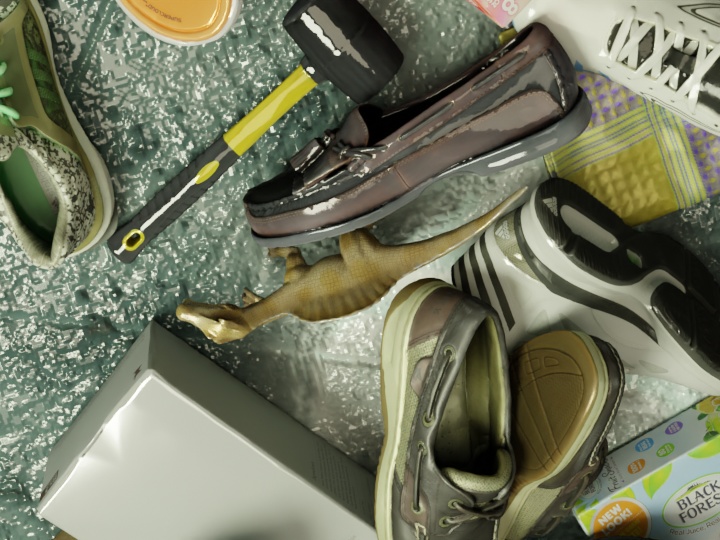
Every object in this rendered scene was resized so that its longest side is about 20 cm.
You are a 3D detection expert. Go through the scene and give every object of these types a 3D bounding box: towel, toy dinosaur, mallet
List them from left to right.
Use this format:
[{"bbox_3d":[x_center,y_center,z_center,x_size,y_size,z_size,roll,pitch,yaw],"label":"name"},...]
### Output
[{"bbox_3d":[-0.072,-0.082,0.838,0.199,0.041,0.066,-34,108,11],"label":"mallet"},{"bbox_3d":[0.000,0.000,0.835,0.198,0.101,0.059,-21,112,4],"label":"toy dinosaur"},{"bbox_3d":[0.187,-0.106,0.858,0.197,0.023,0.145,-18,109,2],"label":"towel"}]

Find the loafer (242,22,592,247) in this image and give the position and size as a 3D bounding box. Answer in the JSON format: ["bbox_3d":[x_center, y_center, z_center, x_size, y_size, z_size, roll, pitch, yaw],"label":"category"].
[{"bbox_3d":[0.022,-0.074,0.814,0.198,0.072,0.063,-20,117,14],"label":"loafer"}]

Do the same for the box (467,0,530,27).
[{"bbox_3d":[0.093,-0.234,0.744,0.200,0.103,0.095,-47,121,5],"label":"box"}]

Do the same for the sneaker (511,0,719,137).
[{"bbox_3d":[0.174,-0.115,0.805,0.198,0.073,0.073,19,108,-10],"label":"sneaker"}]

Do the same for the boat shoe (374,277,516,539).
[{"bbox_3d":[0.051,0.107,0.833,0.071,0.066,0.204,-12,107,-33],"label":"boat shoe"}]

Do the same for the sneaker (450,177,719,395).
[{"bbox_3d":[0.132,0.028,0.888,0.199,0.076,0.115,33,133,-29],"label":"sneaker"}]

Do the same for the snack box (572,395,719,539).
[{"bbox_3d":[0.234,0.184,0.949,0.141,0.053,0.201,-30,109,5],"label":"snack box"}]

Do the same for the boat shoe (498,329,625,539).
[{"bbox_3d":[0.109,0.097,0.873,0.064,0.074,0.201,-4,149,-22],"label":"boat shoe"}]

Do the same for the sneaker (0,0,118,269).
[{"bbox_3d":[-0.189,-0.087,0.794,0.076,0.089,0.202,-27,110,5],"label":"sneaker"}]

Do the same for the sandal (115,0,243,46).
[{"bbox_3d":[-0.125,-0.207,0.765,0.078,0.059,0.209,-13,108,20],"label":"sandal"}]

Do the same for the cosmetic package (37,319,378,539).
[{"bbox_3d":[-0.077,0.137,0.890,0.199,0.081,0.113,39,102,-15],"label":"cosmetic package"}]

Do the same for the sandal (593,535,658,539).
[{"bbox_3d":[0.115,0.203,0.909,0.197,0.045,0.076,-10,124,24],"label":"sandal"}]

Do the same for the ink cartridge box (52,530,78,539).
[{"bbox_3d":[-0.174,0.271,0.931,0.200,0.075,0.165,-44,106,10],"label":"ink cartridge box"}]
